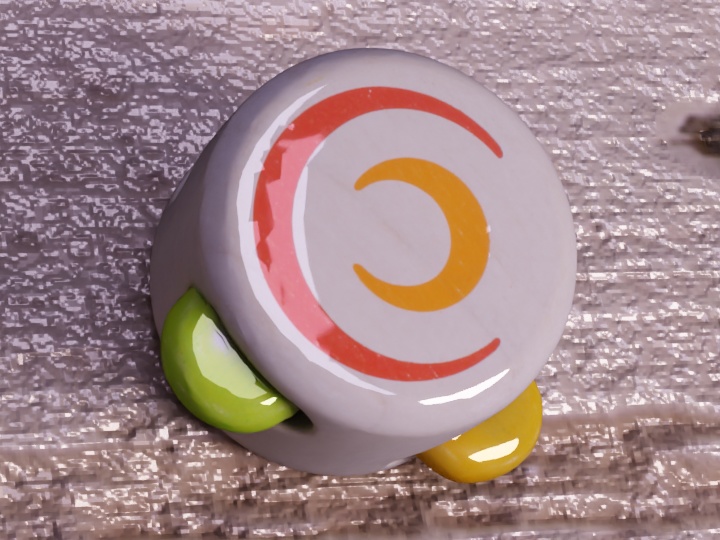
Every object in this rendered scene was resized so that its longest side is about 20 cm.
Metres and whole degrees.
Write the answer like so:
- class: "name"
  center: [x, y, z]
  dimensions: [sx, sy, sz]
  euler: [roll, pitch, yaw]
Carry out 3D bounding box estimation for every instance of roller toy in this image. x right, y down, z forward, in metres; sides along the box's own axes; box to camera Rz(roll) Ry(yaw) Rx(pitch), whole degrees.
- class: "roller toy"
  center: [0.000, 0.000, 1.173]
  dimensions: [0.199, 0.140, 0.184]
  euler: [8, 72, -17]
